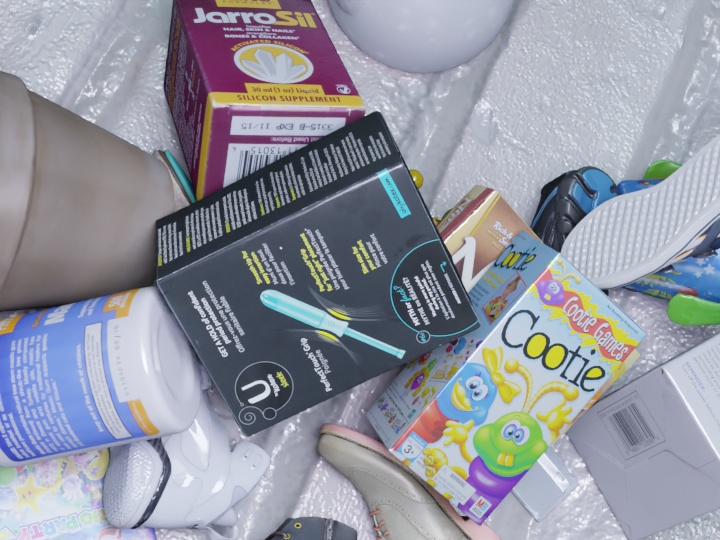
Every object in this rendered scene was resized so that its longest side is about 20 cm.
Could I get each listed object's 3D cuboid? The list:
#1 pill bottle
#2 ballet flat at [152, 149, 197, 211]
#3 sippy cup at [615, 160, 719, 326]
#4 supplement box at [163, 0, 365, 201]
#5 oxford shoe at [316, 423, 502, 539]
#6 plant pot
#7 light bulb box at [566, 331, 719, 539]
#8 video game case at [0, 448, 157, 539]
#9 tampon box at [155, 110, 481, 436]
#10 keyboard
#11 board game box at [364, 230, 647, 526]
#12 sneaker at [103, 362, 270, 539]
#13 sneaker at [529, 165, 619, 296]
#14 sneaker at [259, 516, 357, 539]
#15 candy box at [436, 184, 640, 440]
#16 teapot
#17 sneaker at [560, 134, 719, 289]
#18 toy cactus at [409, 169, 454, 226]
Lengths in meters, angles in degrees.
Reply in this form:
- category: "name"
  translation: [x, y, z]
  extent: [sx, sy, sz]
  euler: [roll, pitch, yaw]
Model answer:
- category: "pill bottle"
  translation: [-0.230, 0.085, 1.151]
  extent: [0.199, 0.112, 0.113]
  euler: [-12, 70, 12]
- category: "ballet flat"
  translation: [-0.139, -0.009, 1.301]
  extent: [0.067, 0.068, 0.200]
  euler: [-34, 80, -3]
- category: "sippy cup"
  translation: [0.292, -0.028, 1.411]
  extent: [0.130, 0.178, 0.140]
  euler: [6, 96, -4]
- category: "supplement box"
  translation: [-0.085, -0.145, 1.299]
  extent: [0.130, 0.104, 0.200]
  euler: [-2, 36, -18]
- category: "oxford shoe"
  translation: [0.035, 0.204, 1.268]
  extent: [0.200, 0.071, 0.074]
  euler: [38, 74, 4]
- category: "plant pot"
  translation: [-0.250, -0.049, 1.227]
  extent: [0.173, 0.200, 0.201]
  euler: [11, 65, -32]
- category: "light bulb box"
  translation: [0.316, 0.119, 1.317]
  extent: [0.199, 0.198, 0.125]
  euler: [-26, 81, -25]
- category: "video game case"
  translation: [-0.249, 0.159, 1.224]
  extent: [0.143, 0.018, 0.201]
  euler: [-11, 73, -21]
- category: "tampon box"
  translation: [-0.036, 0.001, 1.175]
  extent: [0.199, 0.126, 0.150]
  euler: [-25, 114, 4]
- category: "keyboard"
  translation: [0.111, 0.127, 1.356]
  extent: [0.056, 0.011, 0.200]
  euler: [-38, 84, -21]
- category: "board game box"
  translation: [0.113, 0.083, 1.229]
  extent: [0.103, 0.105, 0.200]
  euler: [40, 92, -16]
- category: "sneaker"
  translation: [-0.134, 0.120, 1.241]
  extent: [0.115, 0.075, 0.201]
  euler: [20, 62, -25]
- category: "sneaker"
  translation: [0.182, 0.007, 1.394]
  extent: [0.073, 0.082, 0.201]
  euler: [17, 84, -21]
- category: "sneaker"
  translation: [-0.094, 0.245, 1.215]
  extent: [0.199, 0.075, 0.107]
  euler: [12, 61, -23]
- category: "candy box"
  translation: [0.130, 0.039, 1.308]
  extent: [0.115, 0.055, 0.200]
  euler: [-44, 104, -5]
- category: "teapot"
  translation: [0.070, -0.291, 1.430]
  extent: [0.197, 0.146, 0.201]
  euler: [24, 63, -8]
- category: "sneaker"
  translation: [0.270, -0.039, 1.319]
  extent: [0.079, 0.200, 0.079]
  euler: [30, 33, -54]
- category: "toy cactus"
  translation: [0.000, 0.000, 1.338]
  extent: [0.199, 0.102, 0.166]
  euler: [-8, 91, -23]
